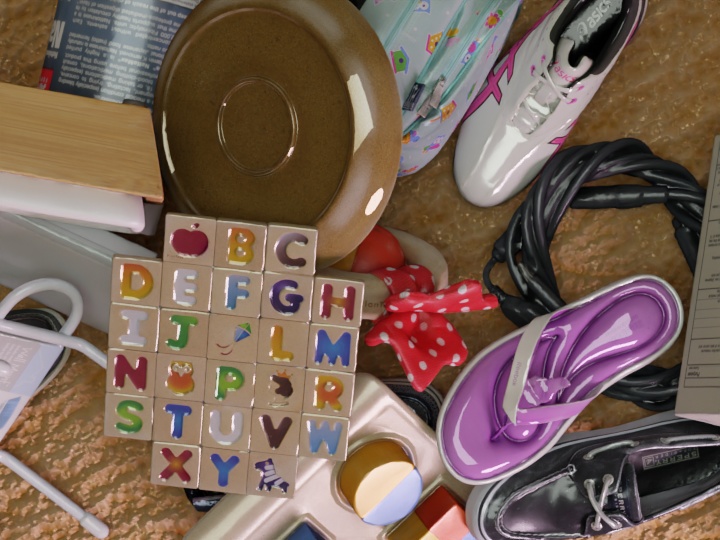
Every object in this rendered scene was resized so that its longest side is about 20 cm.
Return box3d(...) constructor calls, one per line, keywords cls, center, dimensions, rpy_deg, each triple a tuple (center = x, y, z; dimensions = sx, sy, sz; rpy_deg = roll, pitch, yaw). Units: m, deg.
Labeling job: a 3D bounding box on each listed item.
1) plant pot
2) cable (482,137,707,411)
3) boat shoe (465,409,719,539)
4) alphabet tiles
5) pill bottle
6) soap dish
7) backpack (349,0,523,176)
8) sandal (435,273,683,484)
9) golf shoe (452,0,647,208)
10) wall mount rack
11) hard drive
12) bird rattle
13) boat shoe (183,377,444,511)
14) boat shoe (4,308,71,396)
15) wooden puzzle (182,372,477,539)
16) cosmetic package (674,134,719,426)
box3d(cls="plant pot", center=(-0.063, -0.095, 1.610), dimensions=(0.199, 0.027, 0.202), rpy_deg=(5, 98, 34))
box3d(cls="cable", center=(0.197, 0.004, 1.745), dimensions=(0.199, 0.051, 0.164), rpy_deg=(36, 85, -1))
box3d(cls="boat shoe", center=(0.172, 0.151, 1.707), dimensions=(0.199, 0.068, 0.072), rpy_deg=(-14, 107, -13))
box3d(cls="alphabet tiles", center=(-0.085, 0.058, 1.620), dimensions=(0.165, 0.006, 0.201), rpy_deg=(6, 115, 1))
box3d(cls="pill bottle", center=(-0.165, -0.132, 1.725), dimensions=(0.119, 0.120, 0.202), rpy_deg=(13, 91, 3))
box3d(cls="soap dish", center=(-0.223, -0.079, 1.596), dimensions=(0.198, 0.157, 0.082), rpy_deg=(10, 89, -5))
box3d(cls="backpack", center=(0.023, -0.146, 1.707), dimensions=(0.126, 0.167, 0.201), rpy_deg=(33, 83, -6))
box3d(cls="sandal", center=(0.134, 0.066, 1.683), dimensions=(0.202, 0.050, 0.083), rpy_deg=(-38, 86, -8))
box3d(cls="golf shoe", center=(0.128, -0.133, 1.721), dimensions=(0.072, 0.092, 0.201), rpy_deg=(34, 94, 2))
box3d(cls="wall mount rack", center=(-0.229, 0.106, 1.725), dimensions=(0.173, 0.075, 0.200), rpy_deg=(17, 122, -38))
box3d(cls="hard drive", center=(-0.239, -0.020, 1.727), dimensions=(0.199, 0.132, 0.026), rpy_deg=(24, 65, 3))
box3d(cls="bird rattle", center=(0.000, 0.000, 1.694), dimensions=(0.198, 0.163, 0.114), rpy_deg=(3, 112, 13))
box3d(cls="boat shoe", center=(-0.034, 0.128, 1.733), dimensions=(0.199, 0.093, 0.075), rpy_deg=(-19, 90, 4))
box3d(cls="boat shoe", center=(-0.302, 0.082, 1.764), dimensions=(0.199, 0.068, 0.072), rpy_deg=(-21, 87, 2))
box3d(cls="wooden puzzle", center=(0.002, 0.194, 1.711), dimensions=(0.185, 0.046, 0.200), rpy_deg=(-43, 122, 3))
box3d(cls="cosmetic package", center=(0.289, 0.009, 1.679), dimensions=(0.087, 0.103, 0.202), rpy_deg=(15, 81, -31))
